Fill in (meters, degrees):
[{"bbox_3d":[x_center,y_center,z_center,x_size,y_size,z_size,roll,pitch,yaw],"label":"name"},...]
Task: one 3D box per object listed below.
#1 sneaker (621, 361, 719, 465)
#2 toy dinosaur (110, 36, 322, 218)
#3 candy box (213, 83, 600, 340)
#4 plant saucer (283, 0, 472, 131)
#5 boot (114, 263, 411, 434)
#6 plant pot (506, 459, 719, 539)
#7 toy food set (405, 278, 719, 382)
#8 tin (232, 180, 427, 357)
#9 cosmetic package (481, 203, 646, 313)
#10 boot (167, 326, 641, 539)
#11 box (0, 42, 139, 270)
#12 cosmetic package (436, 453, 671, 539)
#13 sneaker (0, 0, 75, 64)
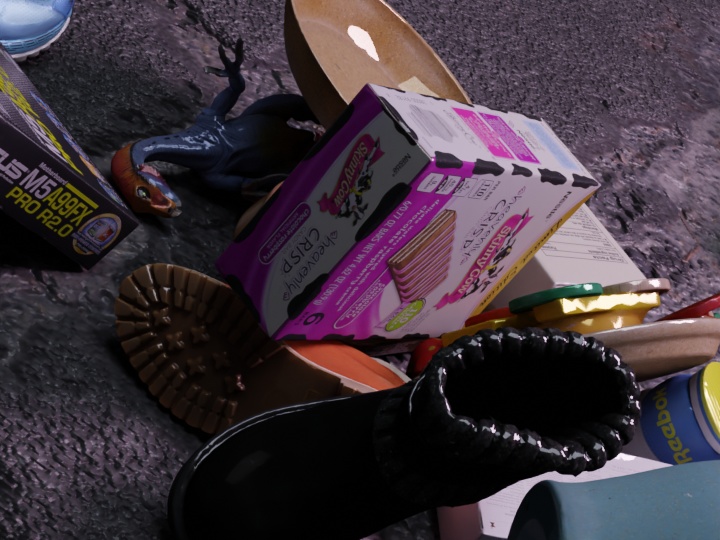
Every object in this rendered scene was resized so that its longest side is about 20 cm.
[{"bbox_3d":[0.214,0.100,1.195,0.200,0.082,0.074,20,47,-66],"label":"sneaker"},{"bbox_3d":[-0.077,-0.067,1.221,0.181,0.200,0.105,-11,75,-15],"label":"toy dinosaur"},{"bbox_3d":[0.031,-0.026,1.034,0.061,0.136,0.200,51,24,22],"label":"candy box"},{"bbox_3d":[0.014,-0.111,1.205,0.200,0.035,0.200,41,26,-24],"label":"plant saucer"},{"bbox_3d":[-0.043,0.060,1.044,0.200,0.075,0.107,33,14,8],"label":"boot"},{"bbox_3d":[0.168,0.184,0.925,0.188,0.200,0.200,8,33,-8],"label":"plant pot"},{"bbox_3d":[0.125,0.044,1.101,0.200,0.198,0.049,-2,77,-41],"label":"toy food set"},{"bbox_3d":[0.000,0.000,1.152,0.200,0.042,0.112,-3,62,-52],"label":"tin"},{"bbox_3d":[0.103,-0.027,1.295,0.105,0.071,0.200,6,37,-38],"label":"cosmetic package"},{"bbox_3d":[0.016,0.086,0.889,0.211,0.158,0.080,-19,85,-15],"label":"boot"},{"bbox_3d":[-0.226,-0.104,1.065,0.200,0.044,0.160,50,3,31],"label":"box"},{"bbox_3d":[0.141,0.149,1.062,0.200,0.051,0.083,15,41,-21],"label":"cosmetic package"},{"bbox_3d":[-0.257,-0.188,1.193,0.200,0.090,0.078,-7,46,-49],"label":"sneaker"}]
